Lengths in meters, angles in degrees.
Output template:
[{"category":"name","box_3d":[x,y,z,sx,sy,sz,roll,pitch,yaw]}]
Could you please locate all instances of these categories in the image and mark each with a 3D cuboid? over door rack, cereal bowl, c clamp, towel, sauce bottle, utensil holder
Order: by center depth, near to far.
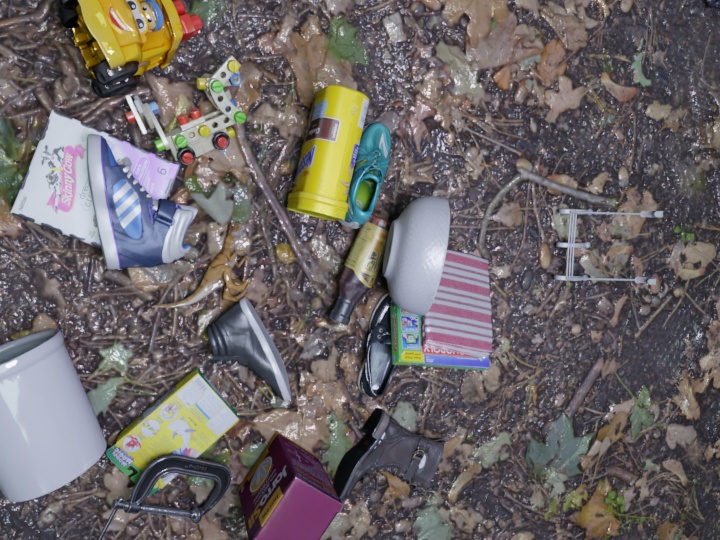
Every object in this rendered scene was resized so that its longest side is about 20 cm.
[{"category":"utensil holder","box_3d":[-0.499,0.215,0.931,0.168,0.170,0.202,-22,105,-13]},{"category":"cereal bowl","box_3d":[0.086,-0.029,1.039,0.082,0.200,0.203,10,94,-4]},{"category":"c clamp","box_3d":[-0.323,0.387,1.045,0.199,0.027,0.172,21,97,-40]},{"category":"sauce bottle","box_3d":[0.000,0.000,1.108,0.065,0.066,0.202,22,91,-18]},{"category":"towel","box_3d":[0.177,0.056,1.147,0.145,0.030,0.203,13,65,-23]},{"category":"over door rack","box_3d":[0.492,-0.049,1.240,0.197,0.067,0.150,2,96,4]}]

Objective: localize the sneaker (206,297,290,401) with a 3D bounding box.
[{"category":"sneaker","box_3d":[-0.197,0.154,1.069,0.098,0.071,0.202,-26,106,-2]}]

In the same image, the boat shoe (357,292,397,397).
[{"category":"boat shoe","box_3d":[0.046,0.140,1.136,0.074,0.066,0.202,21,90,-17]}]

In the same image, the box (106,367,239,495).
[{"category":"box","box_3d":[-0.321,0.278,1.053,0.200,0.048,0.118,-40,107,-11]}]

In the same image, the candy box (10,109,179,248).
[{"category":"candy box","box_3d":[-0.409,-0.128,0.964,0.198,0.071,0.170,22,90,-19]}]

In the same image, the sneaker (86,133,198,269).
[{"category":"sneaker","box_3d":[-0.322,-0.106,0.922,0.145,0.080,0.203,-11,97,-25]}]

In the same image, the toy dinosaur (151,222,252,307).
[{"category":"toy dinosaur","box_3d":[-0.245,0.014,1.048,0.106,0.060,0.201,34,78,2]}]

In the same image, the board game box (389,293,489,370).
[{"category":"board game box","box_3d":[0.148,0.111,1.142,0.198,0.029,0.136,8,68,-26]}]

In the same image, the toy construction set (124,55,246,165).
[{"category":"toy construction set","box_3d":[-0.270,-0.250,0.981,0.198,0.092,0.132,-19,126,-6]}]

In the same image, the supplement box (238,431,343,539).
[{"category":"supplement box","box_3d":[-0.125,0.385,1.044,0.103,0.200,0.132,37,85,-17]}]

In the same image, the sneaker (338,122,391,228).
[{"category":"sneaker","box_3d":[0.019,-0.168,1.077,0.077,0.079,0.203,19,75,-20]}]

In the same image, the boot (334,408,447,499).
[{"category":"boot","box_3d":[0.061,0.378,1.168,0.173,0.069,0.201,36,84,-17]}]

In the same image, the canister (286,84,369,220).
[{"category":"canister","box_3d":[-0.055,-0.192,1.026,0.085,0.148,0.203,13,91,-18]}]

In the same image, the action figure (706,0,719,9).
[{"category":"action figure","box_3d":[0.728,-0.592,1.239,0.198,0.102,0.120,15,81,-16]}]

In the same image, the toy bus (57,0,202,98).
[{"category":"toy bus","box_3d":[-0.324,-0.355,0.903,0.190,0.200,0.137,-26,104,-20]}]
